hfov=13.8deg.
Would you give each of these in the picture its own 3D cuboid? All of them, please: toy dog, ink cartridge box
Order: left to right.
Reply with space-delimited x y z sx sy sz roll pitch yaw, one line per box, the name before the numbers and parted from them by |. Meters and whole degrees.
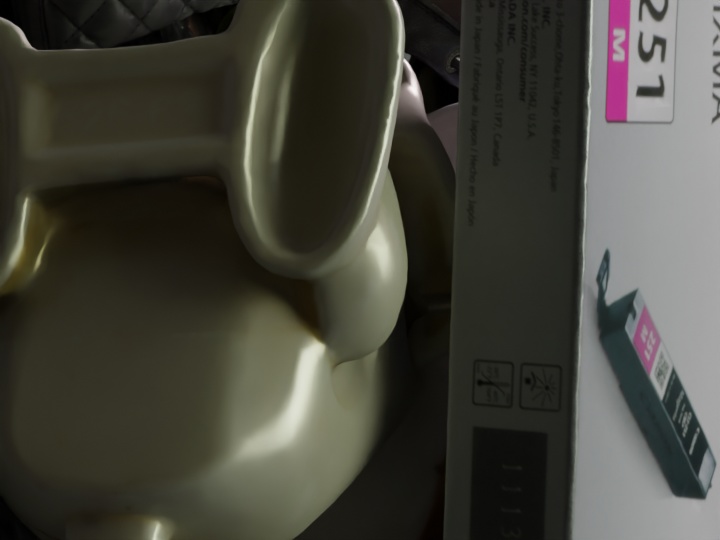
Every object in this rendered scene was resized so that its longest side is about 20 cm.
toy dog | -0.023 0.024 0.803 0.200 0.139 0.194 42 36 -69
ink cartridge box | 0.085 -0.004 0.822 0.173 0.043 0.200 -4 96 -56

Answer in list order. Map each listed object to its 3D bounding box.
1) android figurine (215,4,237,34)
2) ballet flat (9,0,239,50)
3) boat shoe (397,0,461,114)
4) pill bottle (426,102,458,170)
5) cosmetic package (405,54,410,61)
android figurine | 0.000 0.000 0.990 0.200 0.041 0.182 12 62 -51
ballet flat | -0.044 -0.091 0.939 0.200 0.066 0.057 -3 102 -53
boat shoe | 0.046 -0.063 0.989 0.072 0.066 0.201 43 -4 26
pill bottle | 0.091 0.019 0.968 0.200 0.114 0.114 16 58 -48
cosmetic package | -0.017 -0.149 1.056 0.200 0.074 0.102 36 35 -56
